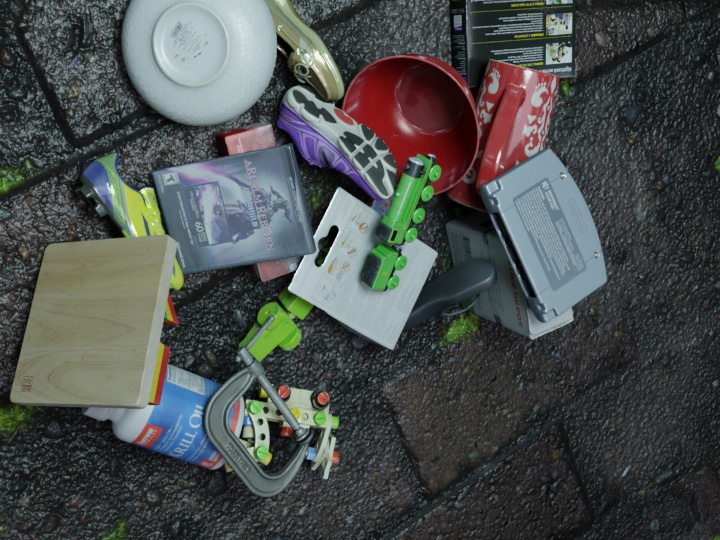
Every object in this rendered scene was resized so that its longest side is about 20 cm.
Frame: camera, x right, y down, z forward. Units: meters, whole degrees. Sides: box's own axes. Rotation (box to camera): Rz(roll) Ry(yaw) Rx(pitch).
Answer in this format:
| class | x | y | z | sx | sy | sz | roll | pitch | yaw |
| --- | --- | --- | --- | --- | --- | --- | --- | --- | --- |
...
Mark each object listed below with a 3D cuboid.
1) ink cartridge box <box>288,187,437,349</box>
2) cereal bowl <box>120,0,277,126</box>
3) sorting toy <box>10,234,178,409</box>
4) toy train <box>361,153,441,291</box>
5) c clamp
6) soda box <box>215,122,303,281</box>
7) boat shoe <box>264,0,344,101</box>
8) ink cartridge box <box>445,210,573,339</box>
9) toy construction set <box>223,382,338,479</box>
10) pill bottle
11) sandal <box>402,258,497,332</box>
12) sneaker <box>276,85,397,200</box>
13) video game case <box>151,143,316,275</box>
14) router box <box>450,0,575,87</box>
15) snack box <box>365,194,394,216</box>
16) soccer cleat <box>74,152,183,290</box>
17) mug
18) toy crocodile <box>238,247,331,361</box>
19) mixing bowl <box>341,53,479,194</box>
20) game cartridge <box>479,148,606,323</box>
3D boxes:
| class | x | y | z | sx | sy | sz | roll | pitch | yaw |
| --- | --- | --- | --- | --- | --- | --- | --- | --- | --- |
| ink cartridge box | 0.000 | 0.000 | 1.175 | 0.198 | 0.050 | 0.165 | 30 | 82 | -27 |
| cereal bowl | -0.202 | -0.277 | 1.008 | 0.195 | 0.083 | 0.205 | -1 | 106 | -2 |
| sorting toy | -0.309 | 0.069 | 0.998 | 0.070 | 0.196 | 0.204 | 39 | 53 | -58 |
| toy train | 0.053 | -0.064 | 1.114 | 0.056 | 0.042 | 0.204 | 4 | 113 | -44 |
| c clamp | -0.125 | 0.194 | 1.103 | 0.170 | 0.027 | 0.203 | -41 | 113 | -33 |
| soda box | -0.137 | -0.094 | 1.120 | 0.069 | 0.063 | 0.205 | -18 | 107 | -18 |
| boat shoe | -0.097 | -0.301 | 1.077 | 0.063 | 0.073 | 0.202 | -38 | 100 | -12 |
| ink cartridge box | 0.220 | 0.000 | 1.222 | 0.082 | 0.199 | 0.149 | -19 | 108 | -19 |
| toy construction set | -0.105 | 0.236 | 1.187 | 0.197 | 0.091 | 0.134 | 19 | 68 | -34 |
| pill bottle | -0.264 | 0.185 | 1.095 | 0.197 | 0.112 | 0.114 | 25 | 91 | -26 |
| sandal | 0.127 | 0.041 | 1.212 | 0.043 | 0.198 | 0.077 | 44 | 42 | -19 |
| sneaker | -0.032 | -0.166 | 1.121 | 0.200 | 0.084 | 0.081 | 43 | 43 | 5 |
| video game case | -0.166 | -0.077 | 1.075 | 0.195 | 0.019 | 0.146 | -8 | 107 | 15 |
| router box | 0.232 | -0.362 | 1.235 | 0.196 | 0.051 | 0.153 | -10 | 106 | -22 |
| snack box | 0.020 | -0.034 | 1.223 | 0.071 | 0.024 | 0.204 | 21 | 92 | -27 |
| soccer cleat | -0.283 | -0.061 | 1.063 | 0.084 | 0.064 | 0.202 | -46 | 118 | -23 |
| mug | 0.215 | -0.185 | 1.166 | 0.130 | 0.178 | 0.205 | 10 | 105 | -14 |
| toy crocodile | -0.096 | 0.048 | 1.172 | 0.200 | 0.062 | 0.068 | -48 | 131 | -3 |
| mixing bowl | 0.083 | -0.220 | 1.142 | 0.203 | 0.197 | 0.109 | 61 | 36 | -21 |
| game cartridge | 0.252 | -0.051 | 1.099 | 0.132 | 0.040 | 0.203 | -28 | 99 | -17 |
